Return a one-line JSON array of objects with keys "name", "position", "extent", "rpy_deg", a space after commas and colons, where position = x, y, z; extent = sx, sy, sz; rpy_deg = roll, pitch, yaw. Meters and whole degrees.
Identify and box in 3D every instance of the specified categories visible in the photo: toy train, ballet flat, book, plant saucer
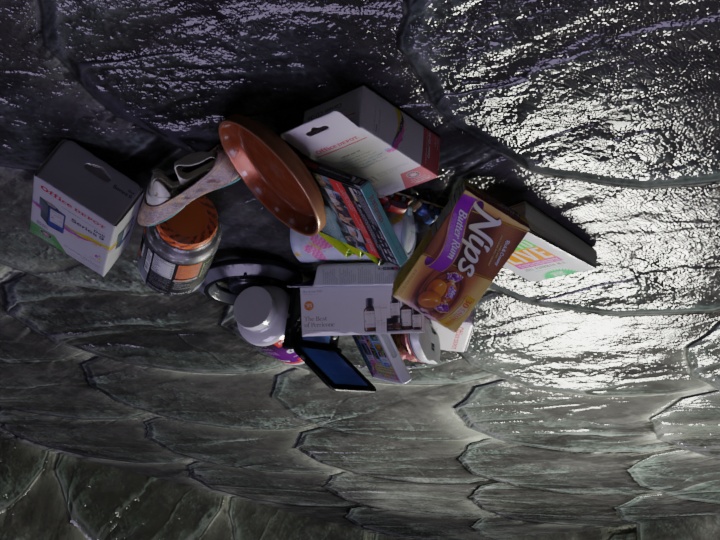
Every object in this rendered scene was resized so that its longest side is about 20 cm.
[{"name": "toy train", "position": [0.053, -0.109, 1.551], "extent": [0.199, 0.046, 0.034], "rpy_deg": [15, 154, -19]}, {"name": "ballet flat", "position": [-0.267, -0.133, 1.531], "extent": [0.200, 0.068, 0.067], "rpy_deg": [-27, 138, 17]}, {"name": "book", "position": [0.270, -0.039, 1.662], "extent": [0.133, 0.048, 0.200], "rpy_deg": [-16, 150, 43]}, {"name": "plant saucer", "position": [-0.117, -0.133, 1.418], "extent": [0.200, 0.032, 0.200], "rpy_deg": [41, 161, 18]}]

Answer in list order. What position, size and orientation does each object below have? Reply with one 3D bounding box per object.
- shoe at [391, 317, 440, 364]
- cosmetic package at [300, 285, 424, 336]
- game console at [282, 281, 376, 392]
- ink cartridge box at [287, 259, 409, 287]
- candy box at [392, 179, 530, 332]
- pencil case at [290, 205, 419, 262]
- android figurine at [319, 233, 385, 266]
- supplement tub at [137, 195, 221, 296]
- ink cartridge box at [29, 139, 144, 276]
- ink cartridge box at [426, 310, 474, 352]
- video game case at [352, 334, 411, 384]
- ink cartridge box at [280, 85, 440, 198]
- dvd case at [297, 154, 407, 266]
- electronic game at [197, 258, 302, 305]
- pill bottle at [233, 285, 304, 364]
[{"name": "shoe", "position": [0.080, 0.128, 1.805], "extent": [0.091, 0.072, 0.200], "rpy_deg": [-1, 167, 13]}, {"name": "cosmetic package", "position": [0.003, 0.062, 1.674], "extent": [0.199, 0.083, 0.051], "rpy_deg": [-3, -179, 2]}, {"name": "game console", "position": [-0.043, 0.121, 1.847], "extent": [0.116, 0.177, 0.200], "rpy_deg": [7, 175, 24]}, {"name": "ink cartridge box", "position": [0.000, 0.000, 1.706], "extent": [0.199, 0.044, 0.196], "rpy_deg": [0, -176, 13]}, {"name": "candy box", "position": [0.149, -0.020, 1.545], "extent": [0.116, 0.057, 0.200], "rpy_deg": [31, 110, -10]}, {"name": "pencil case", "position": [-0.011, -0.059, 1.627], "extent": [0.199, 0.083, 0.091], "rpy_deg": [-2, 110, 18]}, {"name": "android figurine", "position": [-0.036, -0.090, 1.510], "extent": [0.200, 0.041, 0.182], "rpy_deg": [40, 160, 15]}, {"name": "supplement tub", "position": [-0.294, -0.046, 1.679], "extent": [0.122, 0.123, 0.200], "rpy_deg": [12, 154, -13]}, {"name": "ink cartridge box", "position": [-0.428, -0.094, 1.604], "extent": [0.145, 0.088, 0.200], "rpy_deg": [33, 149, -5]}, {"name": "ink cartridge box", "position": [0.105, 0.080, 1.901], "extent": [0.199, 0.083, 0.147], "rpy_deg": [6, 155, 1]}, {"name": "video game case", "position": [0.015, 0.108, 1.803], "extent": [0.024, 0.183, 0.200], "rpy_deg": [-27, -176, -14]}, {"name": "ink cartridge box", "position": [0.001, -0.178, 1.389], "extent": [0.116, 0.068, 0.200], "rpy_deg": [-16, 148, 40]}, {"name": "dvd case", "position": [-0.031, -0.088, 1.409], "extent": [0.200, 0.022, 0.146], "rpy_deg": [23, 151, 46]}, {"name": "electronic game", "position": [-0.205, 0.021, 1.896], "extent": [0.199, 0.042, 0.200], "rpy_deg": [-2, 158, -1]}, {"name": "pill bottle", "position": [-0.151, 0.097, 1.881], "extent": [0.112, 0.113, 0.200], "rpy_deg": [-4, 160, 22]}]
